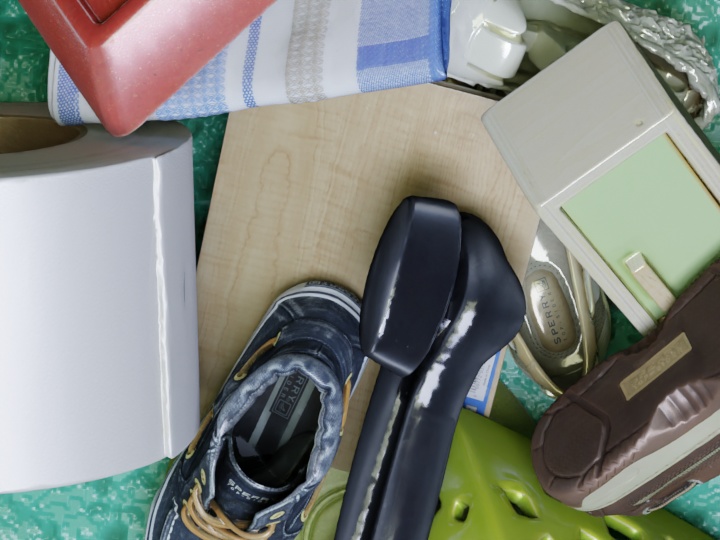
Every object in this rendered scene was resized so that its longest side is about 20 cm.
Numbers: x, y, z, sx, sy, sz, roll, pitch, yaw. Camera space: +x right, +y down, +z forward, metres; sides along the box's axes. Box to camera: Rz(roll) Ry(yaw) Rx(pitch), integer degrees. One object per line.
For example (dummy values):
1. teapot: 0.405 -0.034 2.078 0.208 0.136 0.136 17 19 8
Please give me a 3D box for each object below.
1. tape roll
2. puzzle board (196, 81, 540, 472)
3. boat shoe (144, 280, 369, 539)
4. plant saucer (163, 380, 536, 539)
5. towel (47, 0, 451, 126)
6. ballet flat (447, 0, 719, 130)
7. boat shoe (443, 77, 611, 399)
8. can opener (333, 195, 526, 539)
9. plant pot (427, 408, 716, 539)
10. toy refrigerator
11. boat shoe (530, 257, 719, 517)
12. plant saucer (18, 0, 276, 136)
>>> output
1. tape roll: -0.173 0.007 1.314 0.201 0.203 0.140 -1 102 2
2. puzzle board: 0.000 0.000 1.353 0.150 0.017 0.201 15 114 4
3. boat shoe: -0.058 0.103 1.345 0.071 0.091 0.201 24 115 0
4. plant saucer: 0.000 0.128 1.423 0.199 0.031 0.201 0 103 2
5. towel: -0.049 -0.141 1.285 0.199 0.024 0.148 -5 71 26
6. ballet flat: 0.080 -0.104 1.310 0.199 0.072 0.072 15 104 -23
7. boat shoe: 0.065 -0.036 1.367 0.073 0.063 0.202 -19 101 6
8. can opener: 0.020 0.067 1.303 0.078 0.063 0.201 13 92 -20
9. plant pot: 0.080 0.213 1.334 0.198 0.182 0.200 28 106 -23
10. toy refrigerator: 0.139 -0.018 1.309 0.076 0.070 0.200 -35 140 8
11. boat shoe: 0.171 0.043 1.285 0.202 0.075 0.075 -34 139 25
12. plant saucer: -0.089 -0.194 1.290 0.200 0.037 0.200 -41 59 8
